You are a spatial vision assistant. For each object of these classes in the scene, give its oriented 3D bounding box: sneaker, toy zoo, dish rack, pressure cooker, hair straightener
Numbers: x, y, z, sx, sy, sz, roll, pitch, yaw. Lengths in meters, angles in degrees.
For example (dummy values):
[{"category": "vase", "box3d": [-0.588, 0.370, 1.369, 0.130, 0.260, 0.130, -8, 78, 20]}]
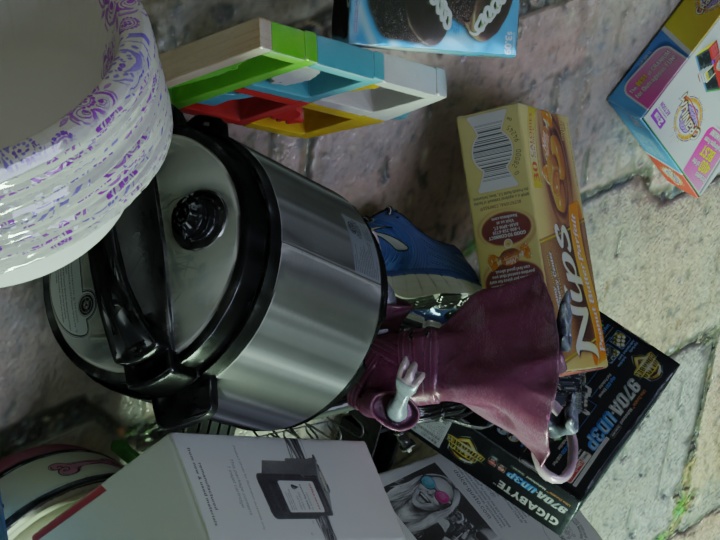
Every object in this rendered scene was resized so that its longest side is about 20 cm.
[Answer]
[{"category": "sneaker", "box3d": [0.000, 0.000, 1.221, 0.199, 0.089, 0.079, 11, 131, -30]}, {"category": "toy zoo", "box3d": [-0.038, -0.117, 1.057, 0.200, 0.131, 0.021, 8, 75, -48]}, {"category": "dish rack", "box3d": [-0.047, 0.100, 1.255, 0.199, 0.055, 0.154, -8, 122, -41]}, {"category": "pressure cooker", "box3d": [-0.099, 0.001, 1.034, 0.200, 0.176, 0.179, 24, 97, -54]}, {"category": "hair straightener", "box3d": [0.032, 0.095, 1.218, 0.199, 0.041, 0.077, -4, 88, -32]}]

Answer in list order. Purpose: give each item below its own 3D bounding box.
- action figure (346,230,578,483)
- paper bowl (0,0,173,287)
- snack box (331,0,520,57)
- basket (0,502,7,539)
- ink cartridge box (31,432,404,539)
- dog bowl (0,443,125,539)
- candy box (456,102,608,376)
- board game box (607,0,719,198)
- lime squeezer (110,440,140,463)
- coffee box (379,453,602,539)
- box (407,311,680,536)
[{"category": "action figure", "box3d": [0.049, 0.063, 1.145, 0.199, 0.134, 0.149, -4, 140, 10]}, {"category": "paper bowl", "box3d": [-0.197, -0.069, 0.864, 0.200, 0.200, 0.105, -34, 138, -23]}, {"category": "snack box", "box3d": [0.046, -0.238, 1.032, 0.116, 0.037, 0.201, 1, 96, -20]}, {"category": "basket", "box3d": [-0.268, 0.112, 0.944, 0.139, 0.176, 0.200, -41, 126, 5]}, {"category": "ink cartridge box", "box3d": [-0.089, 0.178, 1.086, 0.145, 0.084, 0.200, -37, 153, 28]}, {"category": "dog bowl", "box3d": [-0.219, 0.209, 1.146, 0.200, 0.074, 0.201, -26, 134, -30]}, {"category": "candy box", "box3d": [0.130, -0.019, 1.241, 0.115, 0.055, 0.201, 1, 80, -64]}, {"category": "board game box", "box3d": [0.313, -0.181, 1.423, 0.200, 0.040, 0.153, -52, 141, -2]}, {"category": "lime squeezer", "box3d": [-0.129, 0.199, 1.236, 0.070, 0.038, 0.201, -12, 133, -2]}, {"category": "coffee box", "box3d": [0.081, 0.286, 1.368, 0.197, 0.200, 0.200, -14, 145, -38]}, {"category": "box", "box3d": [0.144, 0.095, 1.315, 0.200, 0.159, 0.046, -44, 162, -45]}]
